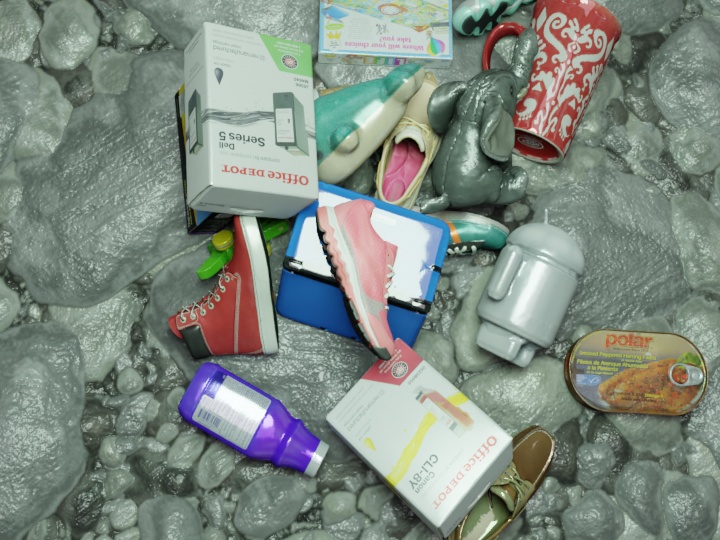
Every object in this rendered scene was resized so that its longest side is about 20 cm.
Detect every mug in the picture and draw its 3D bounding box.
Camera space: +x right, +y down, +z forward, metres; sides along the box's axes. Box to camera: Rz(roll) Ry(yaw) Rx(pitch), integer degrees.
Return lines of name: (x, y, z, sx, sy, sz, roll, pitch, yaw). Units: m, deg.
mug: (0.261, -0.269, 1.168, 0.132, 0.176, 0.203, 28, 80, -35)

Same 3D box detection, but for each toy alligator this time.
toy alligator: (-0.144, -0.054, 1.114, 0.198, 0.060, 0.054, -34, 41, -14)

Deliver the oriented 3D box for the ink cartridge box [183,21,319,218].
ink cartridge box: (-0.132, -0.176, 0.980, 0.143, 0.084, 0.204, 3, 75, -31)

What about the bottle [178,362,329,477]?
bottle: (-0.136, 0.199, 1.055, 0.198, 0.065, 0.085, 29, 79, 1)

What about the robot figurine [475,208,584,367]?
robot figurine: (0.228, 0.024, 1.084, 0.112, 0.169, 0.203, 24, 89, 40)

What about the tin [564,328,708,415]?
tin: (0.379, 0.140, 1.122, 0.196, 0.042, 0.114, 5, 82, -4)

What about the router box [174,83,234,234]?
router box: (-0.195, -0.165, 1.078, 0.050, 0.149, 0.204, -1, 77, -31)

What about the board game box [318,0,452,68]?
board game box: (0.036, -0.372, 1.197, 0.196, 0.034, 0.137, 2, 79, -4)

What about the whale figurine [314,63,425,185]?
whale figurine: (-0.007, -0.201, 1.041, 0.104, 0.159, 0.200, 45, 122, -5)

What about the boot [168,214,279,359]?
boot: (-0.184, 0.023, 1.047, 0.141, 0.073, 0.204, -4, 114, -3)

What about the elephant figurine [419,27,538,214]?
elephant figurine: (0.152, -0.191, 1.039, 0.138, 0.156, 0.203, 4, 123, 8)

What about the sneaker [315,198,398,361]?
sneaker: (0.014, 0.006, 0.976, 0.085, 0.074, 0.203, -20, 85, -7)

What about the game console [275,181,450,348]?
game console: (0.000, 0.000, 1.072, 0.196, 0.118, 0.174, 17, 83, -2)

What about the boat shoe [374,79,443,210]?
boat shoe: (0.069, -0.166, 1.080, 0.072, 0.069, 0.204, 15, 81, 4)

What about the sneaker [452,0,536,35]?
sneaker: (0.181, -0.438, 1.201, 0.198, 0.078, 0.141, -32, 78, -27)

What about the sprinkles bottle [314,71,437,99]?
sprinkles bottle: (0.011, -0.234, 1.151, 0.196, 0.068, 0.070, -11, 80, -7)

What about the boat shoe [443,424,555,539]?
boat shoe: (0.188, 0.292, 1.058, 0.075, 0.074, 0.201, 40, 79, 4)

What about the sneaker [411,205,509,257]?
sneaker: (0.105, -0.039, 1.122, 0.196, 0.071, 0.082, 8, 79, 5)

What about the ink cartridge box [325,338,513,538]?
ink cartridge box: (0.077, 0.210, 1.030, 0.199, 0.084, 0.145, 39, 77, 24)
